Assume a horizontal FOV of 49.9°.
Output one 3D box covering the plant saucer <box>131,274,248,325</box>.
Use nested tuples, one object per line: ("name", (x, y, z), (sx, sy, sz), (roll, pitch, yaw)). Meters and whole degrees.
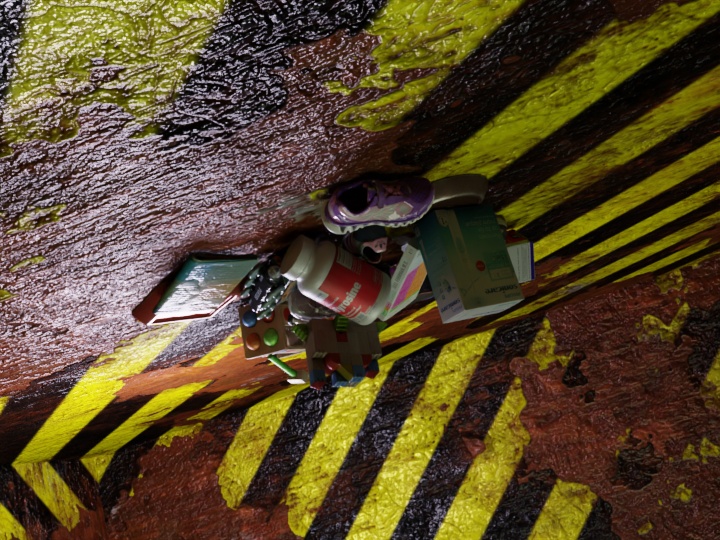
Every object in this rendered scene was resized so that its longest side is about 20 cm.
("plant saucer", (-0.356, 0.067, 1.630), (0.198, 0.037, 0.200), (-6, 161, -37))

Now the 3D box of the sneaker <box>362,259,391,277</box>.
("sneaker", (0.000, 0.000, 1.642), (0.105, 0.076, 0.200), (2, 179, 15))

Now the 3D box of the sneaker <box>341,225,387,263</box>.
("sneaker", (0.008, -0.044, 1.522), (0.069, 0.083, 0.200), (-16, 166, -11))

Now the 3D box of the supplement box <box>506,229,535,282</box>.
("supplement box", (0.300, -0.018, 1.834), (0.198, 0.105, 0.101), (-14, -157, -14))

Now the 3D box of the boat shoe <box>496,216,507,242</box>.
("boat shoe", (0.258, -0.077, 1.693), (0.198, 0.074, 0.074), (-5, 162, -39))

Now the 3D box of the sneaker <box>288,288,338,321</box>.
("sneaker", (-0.054, 0.060, 1.611), (0.198, 0.076, 0.082), (0, 165, -28))

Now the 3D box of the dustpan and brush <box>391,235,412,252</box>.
("dustpan and brush", (0.131, -0.053, 1.709), (0.139, 0.058, 0.199), (-18, 174, 35))

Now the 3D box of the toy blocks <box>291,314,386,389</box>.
("toy blocks", (-0.033, 0.175, 1.587), (0.198, 0.138, 0.100), (4, 147, -26))

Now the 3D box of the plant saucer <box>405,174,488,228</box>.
("plant saucer", (0.155, -0.125, 1.485), (0.198, 0.035, 0.200), (-16, 165, -4))

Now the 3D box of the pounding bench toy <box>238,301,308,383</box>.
("pounding bench toy", (-0.195, 0.175, 1.857), (0.123, 0.203, 0.155), (-17, 168, 30))

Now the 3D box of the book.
("book", (0.104, 0.002, 1.615), (0.133, 0.048, 0.201), (-39, 159, -50))

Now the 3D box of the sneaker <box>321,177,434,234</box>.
("sneaker", (0.033, -0.119, 1.291), (0.198, 0.081, 0.089), (-13, 158, -10))

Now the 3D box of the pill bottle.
("pill bottle", (-0.048, 0.015, 1.483), (0.199, 0.113, 0.112), (29, 145, -21))

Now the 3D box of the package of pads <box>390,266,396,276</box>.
("package of pads", (-0.011, 0.048, 1.876), (0.199, 0.069, 0.154), (-25, 162, 30))

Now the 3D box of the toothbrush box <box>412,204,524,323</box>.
("toothbrush box", (0.205, -0.014, 1.481), (0.145, 0.202, 0.085), (-7, 164, -30))

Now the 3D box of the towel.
("towel", (-0.300, 0.025, 1.488), (0.145, 0.022, 0.200), (-1, 149, -41))

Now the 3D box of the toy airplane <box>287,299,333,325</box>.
("toy airplane", (-0.074, 0.089, 1.750), (0.199, 0.142, 0.199), (28, 170, -18))

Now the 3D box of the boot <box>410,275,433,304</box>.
("boot", (0.156, 0.024, 1.816), (0.199, 0.075, 0.097), (-32, 169, 28))

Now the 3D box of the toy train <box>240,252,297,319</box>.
("toy train", (-0.174, 0.025, 1.577), (0.114, 0.085, 0.200), (-35, 171, -28))
